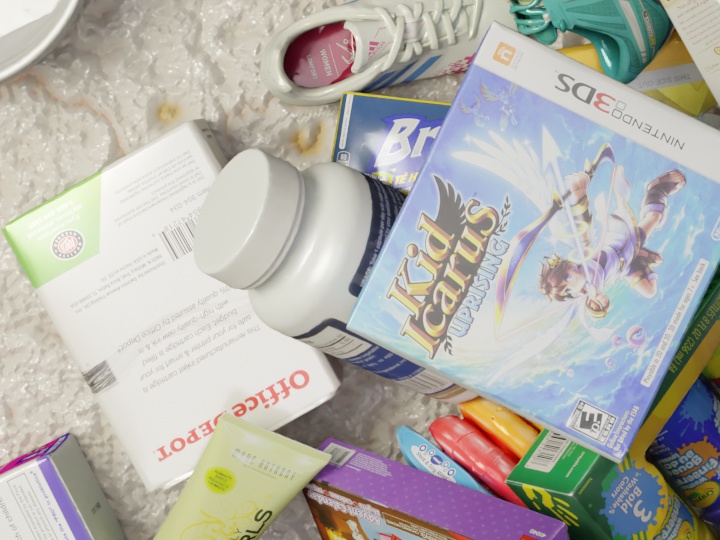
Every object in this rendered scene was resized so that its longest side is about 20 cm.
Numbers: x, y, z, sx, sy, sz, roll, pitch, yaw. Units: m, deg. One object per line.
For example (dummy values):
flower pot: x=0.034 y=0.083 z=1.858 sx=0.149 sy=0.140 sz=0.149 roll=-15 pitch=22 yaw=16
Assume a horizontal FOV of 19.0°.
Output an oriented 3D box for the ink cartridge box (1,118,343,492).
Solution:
ink cartridge box: x=-0.120 y=0.022 z=1.412 sx=0.145 sy=0.084 sz=0.201 roll=-29 pitch=94 yaw=3

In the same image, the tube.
tube: x=-0.099 y=0.169 z=1.395 sx=0.052 sy=0.058 sz=0.200 roll=52 pitch=127 yaw=23

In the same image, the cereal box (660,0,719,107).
cereal box: x=0.250 y=-0.111 z=1.338 sx=0.039 sy=0.144 sz=0.201 roll=-28 pitch=94 yaw=20

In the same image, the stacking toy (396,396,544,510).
stacking toy: x=0.130 y=0.084 z=1.397 sx=0.200 sy=0.116 sz=0.110 roll=-48 pitch=135 yaw=-4

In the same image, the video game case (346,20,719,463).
video game case: x=0.114 y=-0.017 z=1.257 sx=0.181 sy=0.045 sz=0.201 roll=26 pitch=90 yaw=2

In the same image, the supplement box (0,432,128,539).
supplement box: x=-0.263 y=0.200 z=1.420 sx=0.199 sy=0.101 sz=0.104 roll=-27 pitch=94 yaw=2

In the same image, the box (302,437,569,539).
box: x=0.058 y=0.192 z=1.358 sx=0.039 sy=0.199 sz=0.137 roll=-43 pitch=129 yaw=-30

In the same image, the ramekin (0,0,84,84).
ramekin: x=-0.262 y=-0.213 z=1.385 sx=0.199 sy=0.105 sz=0.201 roll=0 pitch=95 yaw=1

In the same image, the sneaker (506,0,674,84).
sneaker: x=0.119 y=-0.185 z=1.349 sx=0.200 sy=0.077 sz=0.080 roll=29 pitch=88 yaw=-27

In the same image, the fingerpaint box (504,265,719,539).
fingerpaint box: x=0.213 y=0.113 z=1.361 sx=0.167 sy=0.073 sz=0.200 roll=48 pitch=69 yaw=-26

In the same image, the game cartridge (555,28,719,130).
game cartridge: x=0.194 y=-0.068 z=1.429 sx=0.199 sy=0.032 sz=0.177 roll=-10 pitch=94 yaw=0

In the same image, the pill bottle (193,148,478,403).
pill bottle: x=0.000 y=0.000 z=1.340 sx=0.199 sy=0.111 sz=0.111 roll=25 pitch=95 yaw=-29

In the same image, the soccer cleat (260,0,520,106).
soccer cleat: x=0.031 y=-0.152 z=1.396 sx=0.199 sy=0.086 sz=0.070 roll=-20 pitch=94 yaw=2

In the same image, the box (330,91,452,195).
box: x=0.085 y=-0.068 z=1.382 sx=0.199 sy=0.070 sz=0.065 roll=7 pitch=84 yaw=15
